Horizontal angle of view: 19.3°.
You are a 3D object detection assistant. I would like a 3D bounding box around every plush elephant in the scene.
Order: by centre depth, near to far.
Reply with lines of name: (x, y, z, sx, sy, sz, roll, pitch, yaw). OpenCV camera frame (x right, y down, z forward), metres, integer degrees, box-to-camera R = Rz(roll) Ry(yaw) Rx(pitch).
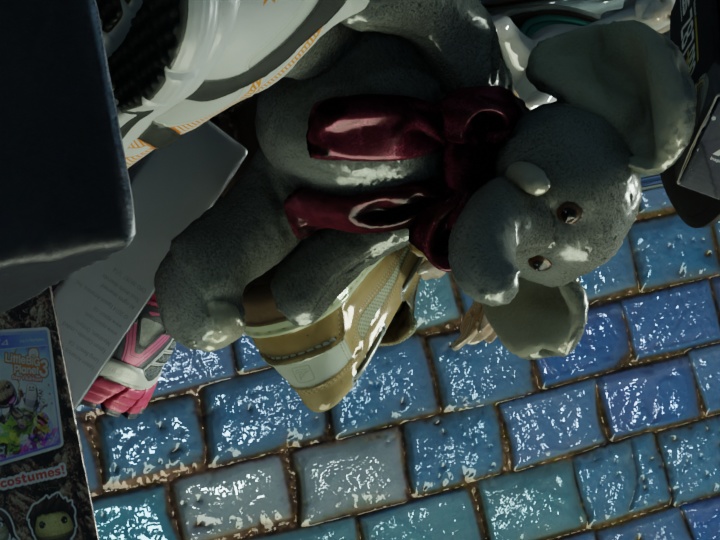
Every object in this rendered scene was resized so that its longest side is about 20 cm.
plush elephant: (0.036, -0.037, 0.817, 0.154, 0.166, 0.200, 30, -143, 23)

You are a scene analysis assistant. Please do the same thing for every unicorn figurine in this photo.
unicorn figurine: (0.089, -0.068, 0.969, 0.137, 0.074, 0.201, -14, 136, -52)

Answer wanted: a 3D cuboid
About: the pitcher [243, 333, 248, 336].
pitcher: (-0.011, -0.047, 1.258, 0.171, 0.122, 0.200, -37, 177, 33)

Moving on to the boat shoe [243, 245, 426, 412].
boat shoe: (0.000, 0.000, 0.973, 0.071, 0.077, 0.200, -14, -160, 30)

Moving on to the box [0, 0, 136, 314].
box: (-0.171, -0.032, 0.453, 0.199, 0.118, 0.197, -10, 177, -20)

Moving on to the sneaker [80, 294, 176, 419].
sneaker: (-0.121, -0.009, 1.081, 0.080, 0.200, 0.075, 22, 116, -28)

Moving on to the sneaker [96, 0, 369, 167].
sneaker: (-0.064, -0.070, 0.698, 0.080, 0.074, 0.200, -13, 179, -28)

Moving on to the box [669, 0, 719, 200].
box: (0.225, -0.057, 0.865, 0.199, 0.049, 0.162, 20, -146, -4)

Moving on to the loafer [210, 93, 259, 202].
loafer: (-0.062, -0.068, 0.997, 0.073, 0.071, 0.200, -34, -161, -19)

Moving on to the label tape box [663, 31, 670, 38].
label tape box: (0.114, -0.075, 1.195, 0.199, 0.066, 0.143, -24, 178, 2)

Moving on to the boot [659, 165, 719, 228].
boot: (0.262, -0.107, 1.100, 0.199, 0.069, 0.189, -13, 139, -29)

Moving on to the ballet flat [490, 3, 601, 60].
ballet flat: (0.056, -0.095, 1.018, 0.199, 0.070, 0.069, -5, 174, -38)

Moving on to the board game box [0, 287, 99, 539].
board game box: (-0.165, 0.020, 0.734, 0.096, 0.202, 0.159, -10, 177, -18)

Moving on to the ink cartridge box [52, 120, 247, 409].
ink cartridge box: (-0.124, 0.027, 0.882, 0.201, 0.039, 0.099, -56, -169, -14)
